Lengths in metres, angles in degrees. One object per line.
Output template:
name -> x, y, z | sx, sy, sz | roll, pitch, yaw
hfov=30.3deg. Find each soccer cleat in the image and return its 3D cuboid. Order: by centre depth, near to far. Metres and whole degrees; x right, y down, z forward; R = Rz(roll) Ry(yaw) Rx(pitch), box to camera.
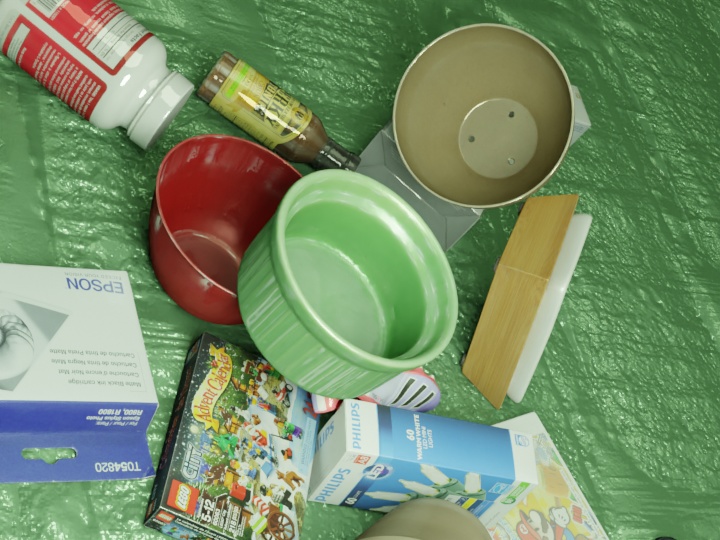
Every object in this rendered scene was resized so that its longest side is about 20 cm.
soccer cleat -> 0.013, 0.123, 1.318 | 0.199, 0.066, 0.077 | 28, 57, -50

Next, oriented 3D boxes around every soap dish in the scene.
soap dish -> 0.180, 0.029, 1.460 | 0.080, 0.201, 0.158 | 21, 42, 8

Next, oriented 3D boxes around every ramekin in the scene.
ramekin -> -0.017, 0.018, 1.214 | 0.199, 0.098, 0.202 | 23, 48, -28

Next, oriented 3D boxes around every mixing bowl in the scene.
mixing bowl -> -0.132, -0.023, 1.309 | 0.199, 0.108, 0.202 | 22, 46, -24

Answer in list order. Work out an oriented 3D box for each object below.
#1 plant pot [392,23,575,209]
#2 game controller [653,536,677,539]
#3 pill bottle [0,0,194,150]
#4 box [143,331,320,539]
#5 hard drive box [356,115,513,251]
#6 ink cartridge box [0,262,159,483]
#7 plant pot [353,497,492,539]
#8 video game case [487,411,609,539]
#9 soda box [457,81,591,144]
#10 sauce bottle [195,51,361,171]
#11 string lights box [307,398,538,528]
plant pot -> 0.147, -0.161, 1.495 | 0.201, 0.200, 0.134 | 54, 8, 13
game controller -> 0.391, 0.374, 1.454 | 0.199, 0.042, 0.105 | 32, 56, -12
pill bottle -> -0.272, -0.219, 1.359 | 0.199, 0.112, 0.113 | 39, 41, -5
box -> -0.111, 0.167, 1.219 | 0.136, 0.038, 0.201 | 27, 43, -19
hard drive box -> 0.101, -0.143, 1.620 | 0.156, 0.077, 0.200 | 41, 41, -3
ink cartridge box -> -0.277, 0.085, 1.154 | 0.198, 0.041, 0.202 | 4, 54, -36
plant pot -> 0.048, 0.291, 1.151 | 0.200, 0.200, 0.174 | 41, 23, -2
video game case -> 0.170, 0.254, 1.383 | 0.181, 0.023, 0.201 | -10, 64, -43
soda box -> 0.185, -0.207, 1.635 | 0.198, 0.064, 0.069 | 13, 49, -31
sauce bottle -> -0.089, -0.167, 1.499 | 0.199, 0.065, 0.065 | 33, 42, -11
string lights box -> 0.057, 0.186, 1.270 | 0.198, 0.103, 0.059 | 12, 50, -20
